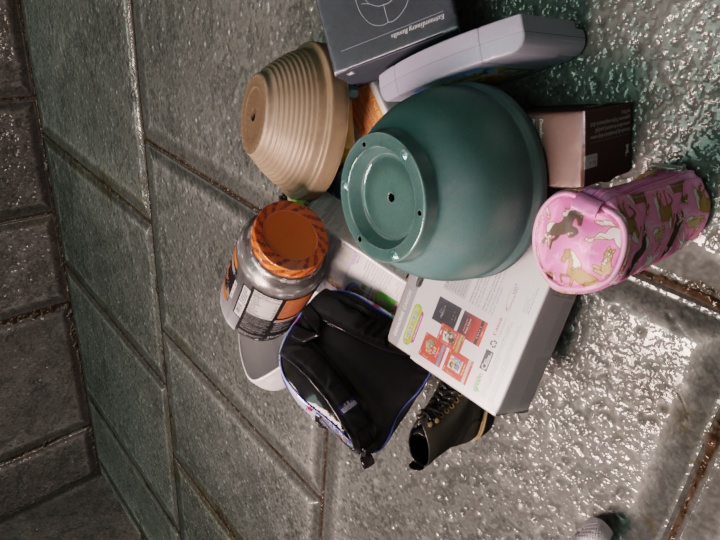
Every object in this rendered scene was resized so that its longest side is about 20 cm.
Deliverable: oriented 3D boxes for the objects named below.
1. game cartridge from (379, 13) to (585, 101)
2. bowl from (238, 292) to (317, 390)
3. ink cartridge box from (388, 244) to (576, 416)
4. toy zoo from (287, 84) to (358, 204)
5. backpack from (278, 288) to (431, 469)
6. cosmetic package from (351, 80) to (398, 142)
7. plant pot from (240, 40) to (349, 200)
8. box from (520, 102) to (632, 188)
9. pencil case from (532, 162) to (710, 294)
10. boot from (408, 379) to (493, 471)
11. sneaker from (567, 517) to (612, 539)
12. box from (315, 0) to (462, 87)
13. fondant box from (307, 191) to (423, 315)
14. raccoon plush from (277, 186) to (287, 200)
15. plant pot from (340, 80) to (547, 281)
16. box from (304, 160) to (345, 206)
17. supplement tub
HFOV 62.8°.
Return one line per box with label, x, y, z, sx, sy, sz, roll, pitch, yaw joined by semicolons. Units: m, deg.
game cartridge;0.117;-0.218;0.627;0.198;0.131;0.042;-3;96;51
bowl;-0.100;0.097;0.971;0.075;0.198;0.201;51;-176;-32
ink cartridge box;0.143;0.030;0.681;0.174;0.083;0.205;29;103;41
toy zoo;-0.060;-0.190;0.818;0.199;0.020;0.135;-35;60;52
backpack;-0.014;0.127;0.801;0.189;0.201;0.154;38;158;1
cosmetic package;-0.004;-0.197;0.834;0.199;0.070;0.103;-38;75;51
plant pot;-0.098;-0.197;0.769;0.199;0.091;0.207;-7;82;59
box;0.169;-0.134;0.623;0.197;0.099;0.077;16;116;46
pencil case;0.228;-0.040;0.507;0.082;0.197;0.089;-14;93;50
boot;0.119;0.153;0.768;0.076;0.136;0.206;15;115;46
sneaker;0.283;0.392;0.717;0.115;0.074;0.203;43;139;31
box;0.024;-0.337;0.667;0.145;0.107;0.206;-13;94;16
fondant box;0.000;0.000;0.838;0.198;0.059;0.145;34;145;6
raccoon plush;-0.145;-0.059;0.990;0.201;0.131;0.099;53;147;40
plant pot;0.064;-0.080;0.584;0.198;0.132;0.206;18;115;45
box;-0.008;-0.076;0.857;0.135;0.038;0.199;37;143;-14
supplement tub;-0.115;0.003;0.787;0.124;0.121;0.201;59;147;15
